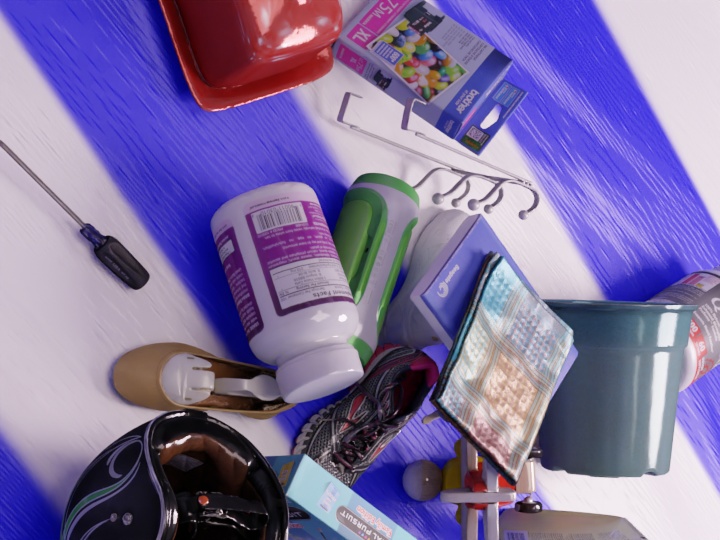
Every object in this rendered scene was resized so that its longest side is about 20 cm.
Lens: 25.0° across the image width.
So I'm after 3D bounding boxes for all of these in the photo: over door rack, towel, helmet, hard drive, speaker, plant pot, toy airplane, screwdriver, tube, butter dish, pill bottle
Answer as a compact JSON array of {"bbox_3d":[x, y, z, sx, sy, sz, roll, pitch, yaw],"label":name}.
[{"bbox_3d":[0.076,-0.113,1.743,0.200,0.148,0.067,33,81,-31],"label":"over door rack"},{"bbox_3d":[0.148,0.098,1.658,0.147,0.022,0.200,46,50,-26],"label":"towel"},{"bbox_3d":[-0.175,0.242,1.452,0.200,0.191,0.200,29,28,-17],"label":"helmet"},{"bbox_3d":[0.144,0.058,1.705,0.200,0.025,0.132,53,52,-21],"label":"hard drive"},{"bbox_3d":[0.000,0.000,1.706,0.088,0.088,0.200,34,63,-32],"label":"speaker"},{"bbox_3d":[0.283,0.133,1.868,0.200,0.200,0.196,3,89,-40],"label":"plant pot"},{"bbox_3d":[0.110,0.229,1.728,0.199,0.141,0.200,74,23,-44],"label":"toy airplane"},{"bbox_3d":[-0.272,-0.052,1.528,0.200,0.029,0.028,45,58,-22],"label":"screwdriver"},{"bbox_3d":[0.237,0.288,1.786,0.058,0.200,0.052,-6,89,-40],"label":"tube"},{"bbox_3d":[-0.090,-0.281,1.635,0.199,0.148,0.200,-24,99,-39],"label":"butter dish"},{"bbox_3d":[-0.067,0.023,1.596,0.112,0.112,0.200,-5,69,-41],"label":"pill bottle"},{"bbox_3d":[0.419,0.066,2.030,0.200,0.116,0.116,-28,101,-39],"label":"pill bottle"}]

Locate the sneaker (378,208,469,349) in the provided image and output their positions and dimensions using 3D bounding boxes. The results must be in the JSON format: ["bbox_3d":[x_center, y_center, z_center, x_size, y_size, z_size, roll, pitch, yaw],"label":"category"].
[{"bbox_3d":[0.105,0.008,1.776,0.074,0.116,0.200,43,57,-25],"label":"sneaker"}]

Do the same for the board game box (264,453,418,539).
[{"bbox_3d":[-0.041,0.252,1.589,0.200,0.151,0.047,40,60,-28],"label":"board game box"}]

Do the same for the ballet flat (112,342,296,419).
[{"bbox_3d":[-0.143,0.106,1.583,0.200,0.063,0.069,9,79,-39],"label":"ballet flat"}]

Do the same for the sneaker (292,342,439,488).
[{"bbox_3d":[0.003,0.158,1.680,0.081,0.075,0.200,44,71,-28],"label":"sneaker"}]

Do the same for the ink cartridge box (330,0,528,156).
[{"bbox_3d":[0.080,-0.224,1.780,0.200,0.042,0.119,37,57,4],"label":"ink cartridge box"}]
